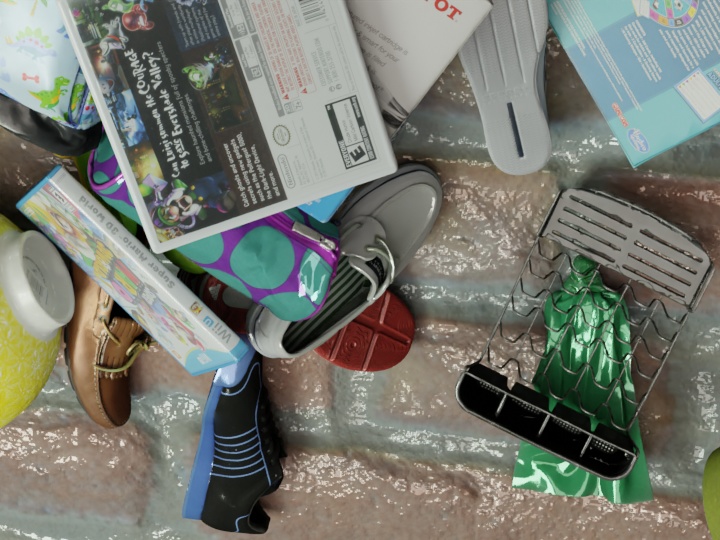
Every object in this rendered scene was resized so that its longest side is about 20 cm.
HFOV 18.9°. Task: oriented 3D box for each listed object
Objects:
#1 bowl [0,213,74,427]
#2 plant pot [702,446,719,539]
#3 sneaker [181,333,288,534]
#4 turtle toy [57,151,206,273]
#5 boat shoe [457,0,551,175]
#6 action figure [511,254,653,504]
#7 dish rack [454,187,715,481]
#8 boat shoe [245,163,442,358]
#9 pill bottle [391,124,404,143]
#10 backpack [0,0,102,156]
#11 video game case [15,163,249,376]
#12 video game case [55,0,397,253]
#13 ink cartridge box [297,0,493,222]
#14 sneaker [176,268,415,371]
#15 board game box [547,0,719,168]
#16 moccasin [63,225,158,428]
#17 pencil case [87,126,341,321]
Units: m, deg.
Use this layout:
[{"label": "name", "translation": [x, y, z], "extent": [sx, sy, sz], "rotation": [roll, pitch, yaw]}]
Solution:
[{"label": "bowl", "translation": [-0.294, 0.024, 1.734], "extent": [0.107, 0.200, 0.201], "rotation": [-20, 109, 17]}, {"label": "plant pot", "translation": [0.376, 0.169, 1.694], "extent": [0.199, 0.187, 0.188], "rotation": [-13, 113, 32]}, {"label": "sneaker", "translation": [-0.095, 0.137, 1.822], "extent": [0.077, 0.070, 0.201], "rotation": [15, 125, 1]}, {"label": "turtle toy", "translation": [-0.168, -0.086, 1.684], "extent": [0.201, 0.100, 0.146], "rotation": [65, 158, 12]}, {"label": "boat shoe", "translation": [0.103, -0.167, 1.618], "extent": [0.071, 0.071, 0.201], "rotation": [-8, 128, 0]}, {"label": "action figure", "translation": [0.181, 0.084, 1.747], "extent": [0.117, 0.055, 0.202], "rotation": [3, 108, 12]}, {"label": "dish rack", "translation": [0.179, 0.043, 1.685], "extent": [0.152, 0.055, 0.201], "rotation": [25, 106, 2]}, {"label": "boat shoe", "translation": [0.000, 0.000, 1.685], "extent": [0.200, 0.067, 0.074], "rotation": [-47, 118, -10]}, {"label": "pill bottle", "translation": [-0.020, -0.135, 1.649], "extent": [0.119, 0.120, 0.201], "rotation": [29, 117, -3]}, {"label": "backpack", "translation": [-0.220, -0.198, 1.489], "extent": [0.162, 0.154, 0.201], "rotation": [32, 104, 3]}, {"label": "video game case", "translation": [-0.179, 0.004, 1.681], "extent": [0.200, 0.143, 0.018], "rotation": [44, 72, -9]}, {"label": "video game case", "translation": [-0.087, -0.127, 1.455], "extent": [0.180, 0.023, 0.201], "rotation": [-19, 119, 0]}, {"label": "ink cartridge box", "translation": [-0.028, -0.159, 1.508], "extent": [0.146, 0.086, 0.200], "rotation": [32, 105, -23]}, {"label": "sneaker", "translation": [-0.058, 0.021, 1.766], "extent": [0.199, 0.115, 0.079], "rotation": [21, 93, -30]}, {"label": "board game box", "translation": [0.254, -0.189, 1.608], "extent": [0.199, 0.047, 0.152], "rotation": [-27, 106, 21]}, {"label": "moccasin", "translation": [-0.199, 0.037, 1.797], "extent": [0.077, 0.074, 0.203], "rotation": [10, 107, 16]}, {"label": "pencil case", "translation": [-0.104, -0.046, 1.589], "extent": [0.199, 0.086, 0.092], "rotation": [34, 139, -28]}]
